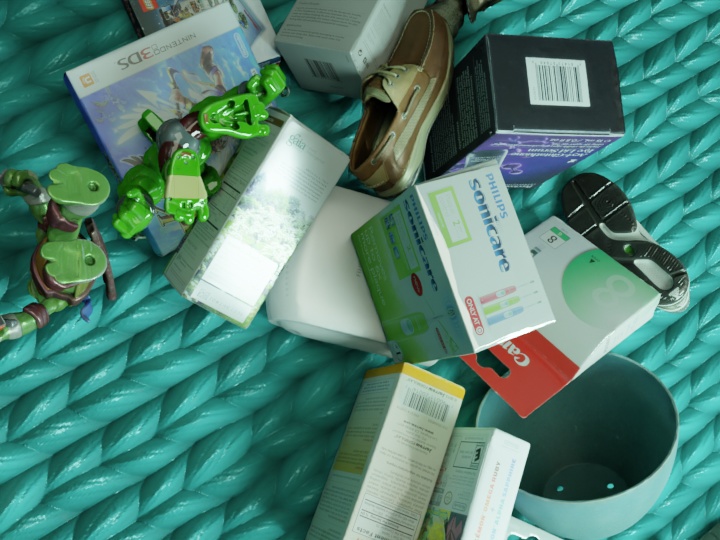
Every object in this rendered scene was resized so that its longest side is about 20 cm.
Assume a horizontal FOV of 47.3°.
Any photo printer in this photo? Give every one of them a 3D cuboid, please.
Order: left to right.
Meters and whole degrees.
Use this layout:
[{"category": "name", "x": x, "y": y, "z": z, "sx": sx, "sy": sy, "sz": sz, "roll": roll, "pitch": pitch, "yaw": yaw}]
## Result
[{"category": "photo printer", "x": 0.000, "y": 0.000, "z": 0.881, "sx": 0.198, "sy": 0.069, "sz": 0.168, "roll": 15, "pitch": 75, "yaw": -13}]

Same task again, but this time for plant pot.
[{"category": "plant pot", "x": 0.230, "y": 0.200, "z": 0.864, "sx": 0.199, "sy": 0.200, "sz": 0.135, "roll": -33, "pitch": 128, "yaw": -19}]

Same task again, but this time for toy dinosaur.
[{"category": "toy dinosaur", "x": 0.082, "y": -0.268, "z": 0.940, "sx": 0.077, "sy": 0.102, "sz": 0.200, "roll": 41, "pitch": 70, "yaw": -5}]

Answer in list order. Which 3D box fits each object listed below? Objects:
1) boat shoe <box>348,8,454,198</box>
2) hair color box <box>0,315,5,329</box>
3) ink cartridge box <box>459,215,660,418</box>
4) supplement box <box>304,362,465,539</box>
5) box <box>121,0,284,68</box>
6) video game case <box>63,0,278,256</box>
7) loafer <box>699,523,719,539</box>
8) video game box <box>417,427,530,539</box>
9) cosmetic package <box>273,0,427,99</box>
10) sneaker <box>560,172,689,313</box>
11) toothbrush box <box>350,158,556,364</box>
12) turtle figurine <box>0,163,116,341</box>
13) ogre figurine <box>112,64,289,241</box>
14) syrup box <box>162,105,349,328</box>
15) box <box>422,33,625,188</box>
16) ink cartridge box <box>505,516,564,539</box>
[{"category": "boat shoe", "x": 0.040, "y": -0.179, "z": 0.856, "sx": 0.074, "sy": 0.075, "sz": 0.202, "roll": 19, "pitch": 83, "yaw": -40}, {"category": "hair color box", "x": -0.399, "y": 0.051, "z": 0.692, "sx": 0.111, "sy": 0.199, "sz": 0.064, "roll": 58, "pitch": 29, "yaw": 1}, {"category": "ink cartridge box", "x": 0.197, "y": 0.042, "z": 0.900, "sx": 0.199, "sy": 0.050, "sz": 0.161, "roll": -31, "pitch": 53, "yaw": -21}, {"category": "supplement box", "x": 0.022, "y": 0.201, "z": 0.819, "sx": 0.073, "sy": 0.126, "sz": 0.201, "roll": 24, "pitch": 74, "yaw": -12}, {"category": "box", "x": -0.186, "y": -0.298, "z": 0.901, "sx": 0.136, "sy": 0.038, "sz": 0.201, "roll": -24, "pitch": 87, "yaw": -19}, {"category": "video game case", "x": -0.173, "y": -0.145, "z": 0.845, "sx": 0.180, "sy": 0.045, "sz": 0.201, "roll": -30, "pitch": 104, "yaw": -17}, {"category": "loafer", "x": 0.478, "y": 0.309, "z": 0.969, "sx": 0.199, "sy": 0.072, "sz": 0.063, "roll": -28, "pitch": 105, "yaw": -13}, {"category": "video game box", "x": 0.076, "y": 0.244, "z": 0.787, "sx": 0.047, "sy": 0.200, "sz": 0.183, "roll": 25, "pitch": 74, "yaw": -11}, {"category": "cosmetic package", "x": 0.003, "y": -0.299, "z": 0.911, "sx": 0.107, "sy": 0.085, "sz": 0.201, "roll": 18, "pitch": 70, "yaw": 29}, {"category": "sneaker", "x": 0.317, "y": -0.023, "z": 0.985, "sx": 0.075, "sy": 0.115, "sz": 0.201, "roll": -38, "pitch": 60, "yaw": 10}, {"category": "toothbrush box", "x": 0.075, "y": 0.002, "z": 0.760, "sx": 0.085, "sy": 0.200, "sz": 0.147, "roll": -18, "pitch": 87, "yaw": -19}, {"category": "turtle figurine", "x": -0.302, "y": -0.018, "z": 0.718, "sx": 0.200, "sy": 0.193, "sz": 0.144, "roll": 42, "pitch": 54, "yaw": -17}, {"category": "ogre figurine", "x": -0.158, "y": -0.112, "z": 0.762, "sx": 0.098, "sy": 0.120, "sz": 0.201, "roll": 27, "pitch": 83, "yaw": -29}, {"category": "syrup box", "x": -0.104, "y": -0.054, "z": 0.811, "sx": 0.078, "sy": 0.081, "sz": 0.201, "roll": 31, "pitch": 91, "yaw": -31}, {"category": "box", "x": 0.165, "y": -0.163, "z": 0.892, "sx": 0.147, "sy": 0.200, "sz": 0.105, "roll": -2, "pitch": 80, "yaw": -15}, {"category": "ink cartridge box", "x": 0.150, "y": 0.370, "z": 0.871, "sx": 0.159, "sy": 0.047, "sz": 0.201, "roll": 26, "pitch": 68, "yaw": -10}]
